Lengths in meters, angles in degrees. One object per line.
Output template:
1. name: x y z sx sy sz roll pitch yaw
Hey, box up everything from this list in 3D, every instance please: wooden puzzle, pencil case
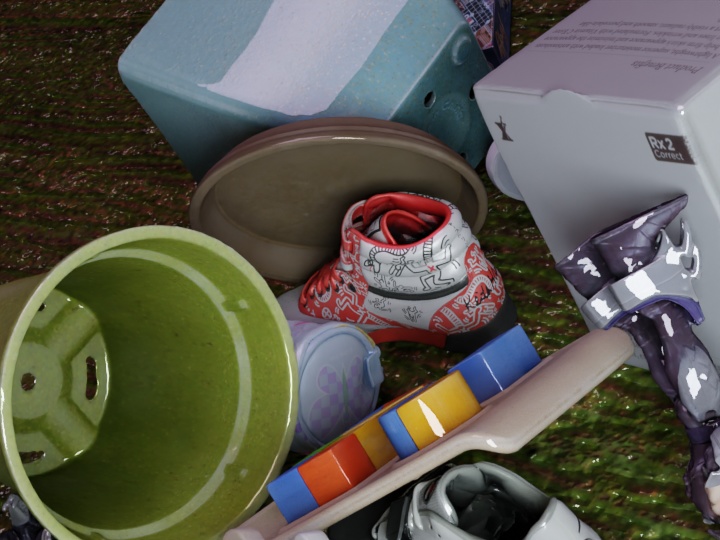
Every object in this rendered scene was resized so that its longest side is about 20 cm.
1. wooden puzzle: 0.036 0.087 1.104 0.200 0.046 0.185 -27 1 34
2. pencil case: -0.079 0.066 1.298 0.199 0.083 0.091 5 40 42

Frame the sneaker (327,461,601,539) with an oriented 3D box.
1. sneaker: 0.051 0.137 1.098 0.199 0.089 0.074 3 46 42

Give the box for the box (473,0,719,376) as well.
1. box: 0.197 -0.049 1.100 0.131 0.201 0.199 -36 23 -19

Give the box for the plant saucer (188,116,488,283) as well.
1. plant saucer: -0.015 -0.047 1.300 0.199 0.200 0.030 -15 61 21

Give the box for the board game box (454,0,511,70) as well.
1. board game box: 0.056 -0.202 1.601 0.135 0.035 0.200 -17 35 19

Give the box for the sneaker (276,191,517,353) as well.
1. sneaker: 0.001 -0.001 1.302 0.201 0.108 0.067 -1 42 38

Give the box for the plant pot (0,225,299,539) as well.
1. plant pot: -0.170 0.072 1.211 0.200 0.201 0.184 -47 26 -25

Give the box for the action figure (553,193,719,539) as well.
1. action figure: 0.176 0.066 1.013 0.069 0.201 0.130 -26 0 -5

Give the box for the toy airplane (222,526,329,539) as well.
1. toy airplane: -0.013 0.226 0.977 0.199 0.141 0.201 -11 68 47

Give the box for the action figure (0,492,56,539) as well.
1. action figure: -0.216 0.195 1.212 0.118 0.102 0.200 -7 37 10

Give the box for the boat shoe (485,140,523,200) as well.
1. boat shoe: 0.169 -0.113 1.371 0.199 0.074 0.065 -26 27 -13

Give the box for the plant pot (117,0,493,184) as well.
1. plant pot: -0.012 -0.130 1.403 0.200 0.197 0.196 26 71 36
